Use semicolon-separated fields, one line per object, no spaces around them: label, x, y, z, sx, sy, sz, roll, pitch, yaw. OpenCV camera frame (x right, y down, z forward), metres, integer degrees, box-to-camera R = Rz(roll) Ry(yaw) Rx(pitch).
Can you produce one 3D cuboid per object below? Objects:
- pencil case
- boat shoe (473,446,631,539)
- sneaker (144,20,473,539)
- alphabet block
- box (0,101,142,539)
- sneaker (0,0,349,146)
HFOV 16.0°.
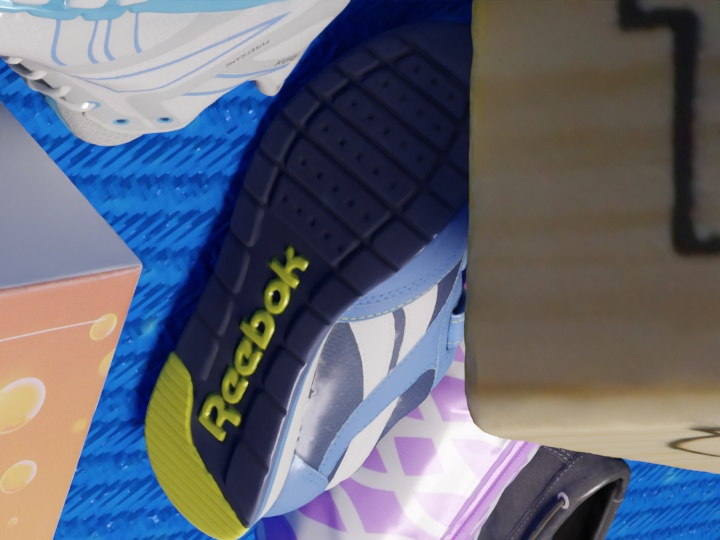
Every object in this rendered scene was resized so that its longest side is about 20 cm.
pencil case;0.043;0.046;0.932;0.084;0.086;0.201;10;120;-52
boat shoe;0.073;0.135;1.076;0.070;0.066;0.201;-17;138;-34
sneaker;0.000;0.000;0.853;0.082;0.074;0.201;-7;137;-49
alphabet block;0.164;-0.041;0.781;0.195;0.199;0.198;15;74;-53
box;-0.159;0.057;0.715;0.124;0.097;0.201;-11;134;-40
sneaker;-0.075;-0.069;0.696;0.199;0.075;0.087;-5;136;-44
